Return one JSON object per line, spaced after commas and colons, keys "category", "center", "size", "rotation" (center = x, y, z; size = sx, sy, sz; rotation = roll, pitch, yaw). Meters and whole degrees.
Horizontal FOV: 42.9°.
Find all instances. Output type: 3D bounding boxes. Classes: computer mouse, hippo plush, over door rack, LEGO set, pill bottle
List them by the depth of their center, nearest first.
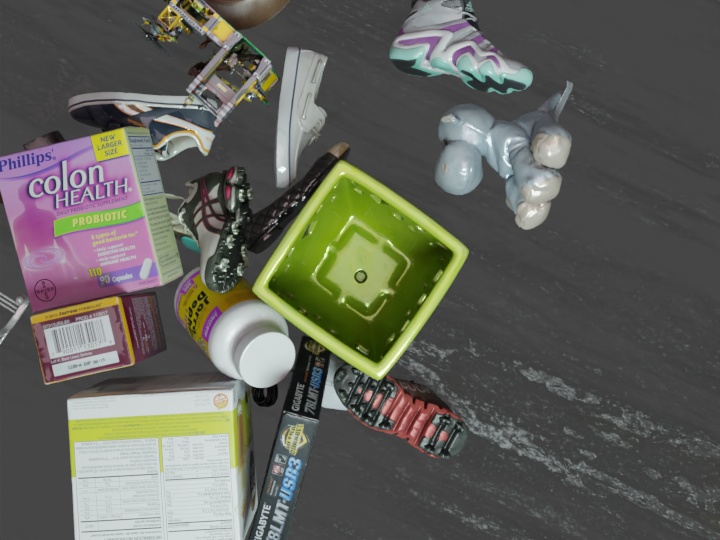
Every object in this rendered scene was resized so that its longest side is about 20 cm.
{"category": "pill bottle", "center": [-0.158, 0.071, 1.162], "size": [0.104, 0.200, 0.105], "rotation": [-13, 117, -27]}
{"category": "hippo plush", "center": [0.179, -0.163, 1.189], "size": [0.160, 0.159, 0.201], "rotation": [12, 90, 0]}
{"category": "LEGO set", "center": [-0.206, -0.269, 1.195], "size": [0.200, 0.154, 0.116], "rotation": [41, 91, -14]}
{"category": "over door rack", "center": [-0.561, 0.085, 1.238], "size": [0.147, 0.067, 0.201], "rotation": [31, 90, 1]}
{"category": "computer mouse", "center": [-0.050, 0.146, 1.245], "size": [0.199, 0.044, 0.110], "rotation": [12, 89, 1]}

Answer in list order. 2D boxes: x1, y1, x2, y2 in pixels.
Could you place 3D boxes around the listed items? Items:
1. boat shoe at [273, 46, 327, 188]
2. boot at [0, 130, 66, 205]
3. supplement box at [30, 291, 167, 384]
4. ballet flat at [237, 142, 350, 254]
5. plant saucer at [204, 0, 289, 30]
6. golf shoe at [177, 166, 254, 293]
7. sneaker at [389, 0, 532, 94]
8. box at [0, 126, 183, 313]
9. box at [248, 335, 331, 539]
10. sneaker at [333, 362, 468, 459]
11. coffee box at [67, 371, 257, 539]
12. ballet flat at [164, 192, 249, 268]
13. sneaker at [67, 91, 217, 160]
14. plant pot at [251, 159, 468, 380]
{"category": "boat shoe", "center": [-0.078, -0.204, 1.227], "size": [0.065, 0.072, 0.201], "rotation": [6, 69, -5]}
{"category": "boot", "center": [-0.443, -0.062, 1.253], "size": [0.188, 0.068, 0.201], "rotation": [-27, 97, -7]}
{"category": "supplement box", "center": [-0.326, 0.081, 1.169], "size": [0.110, 0.200, 0.086], "rotation": [-12, 90, 0]}
{"category": "ballet flat", "center": [-0.092, -0.105, 1.237], "size": [0.200, 0.066, 0.057], "rotation": [-43, 79, -1]}
{"category": "plant saucer", "center": [-0.179, -0.432, 1.255], "size": [0.199, 0.037, 0.202], "rotation": [0, 90, 0]}
{"category": "golf shoe", "center": [-0.190, -0.048, 1.175], "size": [0.088, 0.077, 0.201], "rotation": [-4, 46, 6]}
{"category": "sneaker", "center": [0.146, -0.320, 1.217], "size": [0.199, 0.078, 0.141], "rotation": [18, 84, 17]}
{"category": "box", "center": [-0.342, -0.066, 1.167], "size": [0.175, 0.097, 0.201], "rotation": [-11, 96, 7]}
{"category": "box", "center": [-0.084, 0.212, 1.140], "size": [0.049, 0.199, 0.201], "rotation": [14, 113, -3]}
{"category": "sneaker", "center": [0.046, 0.177, 1.212], "size": [0.200, 0.098, 0.071], "rotation": [30, 96, -15]}
{"category": "coffee box", "center": [-0.242, 0.240, 1.168], "size": [0.199, 0.200, 0.199], "rotation": [-4, 90, 0]}
{"category": "ballet flat", "center": [-0.235, -0.064, 1.240], "size": [0.199, 0.067, 0.063], "rotation": [22, 78, 0]}
{"category": "sneaker", "center": [-0.294, -0.193, 1.232], "size": [0.199, 0.078, 0.080], "rotation": [2, 84, -1]}
{"category": "plant pot", "center": [0.000, 0.000, 1.178], "size": [0.199, 0.181, 0.200], "rotation": [35, 89, 0]}
